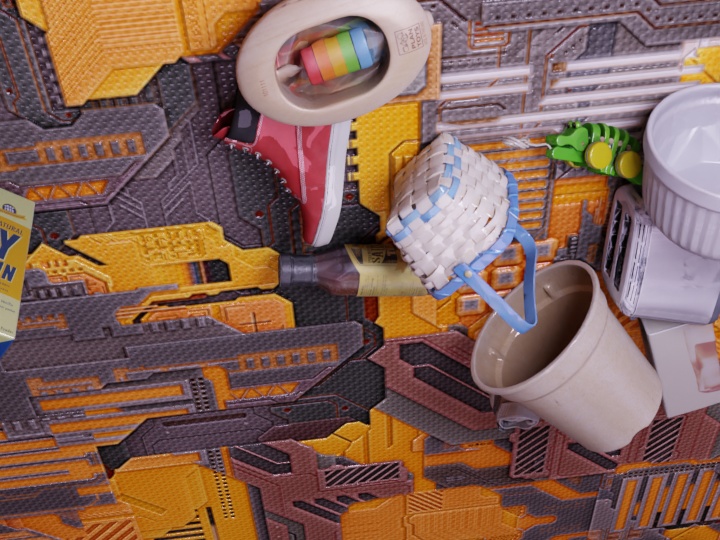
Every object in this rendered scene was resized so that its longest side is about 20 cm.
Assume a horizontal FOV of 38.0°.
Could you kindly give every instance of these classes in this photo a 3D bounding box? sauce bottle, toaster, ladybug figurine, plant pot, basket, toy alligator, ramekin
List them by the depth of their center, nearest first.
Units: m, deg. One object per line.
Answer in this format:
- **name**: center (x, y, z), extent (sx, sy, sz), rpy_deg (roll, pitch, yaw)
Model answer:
- **ladybug figurine**: center (-0.026, -0.217, 1.020), extent (0.198, 0.072, 0.137), rpy_deg (-15, 123, 0)
- **ramekin**: center (0.398, -0.101, 1.127), extent (0.198, 0.201, 0.106), rpy_deg (-5, 136, -4)
- **toy alligator**: center (0.250, -0.143, 1.170), extent (0.198, 0.059, 0.055), rpy_deg (13, 93, -22)
- **basket**: center (0.126, -0.042, 1.171), extent (0.199, 0.177, 0.139), rpy_deg (37, 121, -16)
- **toaster**: center (0.369, -0.029, 1.252), extent (0.128, 0.114, 0.202), rpy_deg (0, 119, -6)
- **sauce bottle**: center (0.000, 0.000, 1.265), extent (0.198, 0.066, 0.066), rpy_deg (0, 136, -12)
- **plant pot**: center (0.270, 0.123, 1.308), extent (0.200, 0.201, 0.183), rpy_deg (-37, 113, 27)

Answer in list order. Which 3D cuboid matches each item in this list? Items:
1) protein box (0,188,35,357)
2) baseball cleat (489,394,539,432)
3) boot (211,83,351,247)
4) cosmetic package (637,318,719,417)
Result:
- **protein box**: center (-0.460, 0.031, 1.121), extent (0.134, 0.201, 0.199), rpy_deg (24, 128, -30)
- **baseball cleat**: center (0.245, 0.146, 1.428), extent (0.069, 0.107, 0.201), rpy_deg (15, 130, -17)
- **boot**: center (-0.089, -0.114, 1.132), extent (0.143, 0.073, 0.201), rpy_deg (-1, 128, -8)
- **cosmetic package**: center (0.428, 0.095, 1.411), extent (0.086, 0.104, 0.201), rpy_deg (-17, 137, 10)
